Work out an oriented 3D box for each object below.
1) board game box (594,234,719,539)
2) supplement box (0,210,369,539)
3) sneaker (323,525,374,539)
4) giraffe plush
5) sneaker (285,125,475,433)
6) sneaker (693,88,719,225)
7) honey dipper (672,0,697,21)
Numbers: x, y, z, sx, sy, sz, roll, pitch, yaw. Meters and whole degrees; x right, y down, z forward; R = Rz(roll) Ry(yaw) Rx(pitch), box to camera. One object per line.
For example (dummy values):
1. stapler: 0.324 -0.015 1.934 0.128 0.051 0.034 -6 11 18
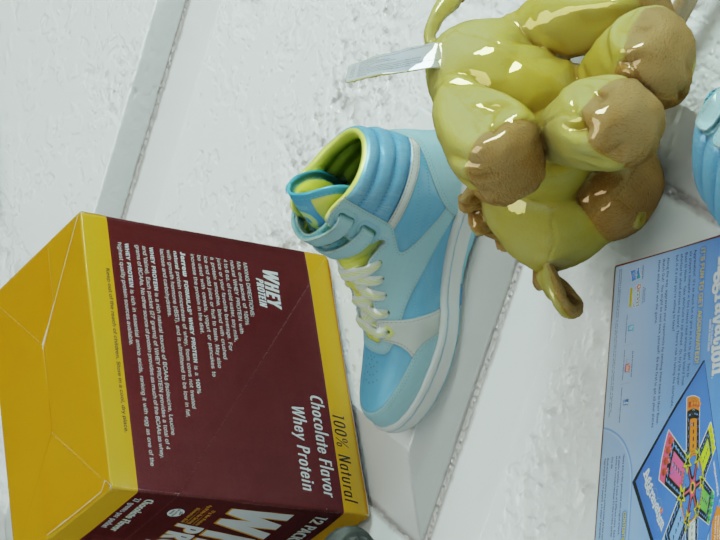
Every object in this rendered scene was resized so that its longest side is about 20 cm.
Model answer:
1. board game box: 0.174 0.083 1.434 0.103 0.019 0.202 -18 59 50
2. supplement box: -0.123 0.091 1.743 0.133 0.199 0.199 -38 52 45
3. sneaker: -0.041 0.256 1.704 0.090 0.066 0.202 25 106 53
4. giraffe plush: 0.109 -0.064 1.481 0.199 0.163 0.173 1 45 31
5. sneaker: 0.000 0.000 1.645 0.079 0.130 0.202 17 97 54
6. sneaker: 0.238 -0.084 1.345 0.201 0.079 0.131 -58 41 29
7. honey dipper: 0.195 -0.171 1.485 0.038 0.038 0.201 58 134 44
